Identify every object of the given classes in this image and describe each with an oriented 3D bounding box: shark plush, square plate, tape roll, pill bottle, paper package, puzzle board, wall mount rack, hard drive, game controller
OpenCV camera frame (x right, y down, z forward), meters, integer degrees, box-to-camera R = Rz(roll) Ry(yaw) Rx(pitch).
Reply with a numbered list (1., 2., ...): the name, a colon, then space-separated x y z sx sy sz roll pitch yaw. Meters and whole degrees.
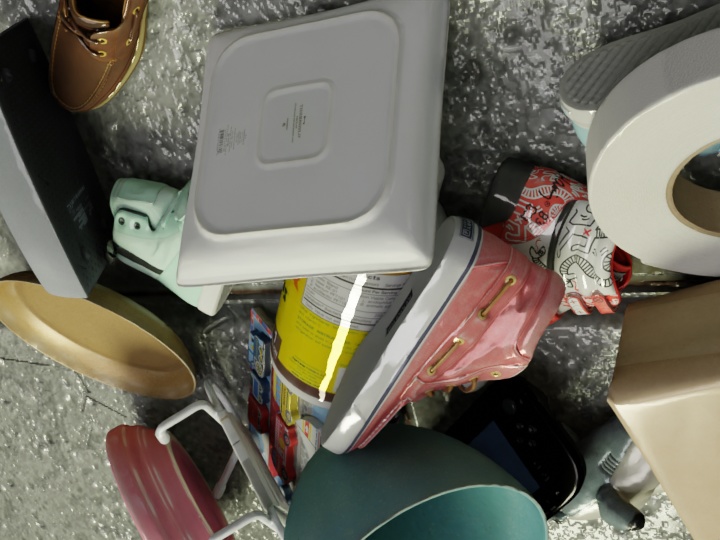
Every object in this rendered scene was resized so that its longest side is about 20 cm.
1. shark plush: 0.173 0.151 0.854 0.200 0.090 0.084 -18 92 54
2. square plate: -0.038 -0.092 0.717 0.197 0.202 0.028 -4 160 27
3. tape roll: 0.233 -0.063 0.626 0.201 0.037 0.203 3 147 2
4. pill bottle: 0.000 0.000 0.789 0.109 0.109 0.201 23 126 10
5. paper package: 0.289 0.092 0.692 0.199 0.104 0.191 -16 125 33
6. puzzle board: -0.063 0.153 0.918 0.151 0.017 0.201 46 141 44
7. wall mount rack: -0.106 0.201 0.935 0.200 0.074 0.174 57 177 32
8. hard drive: -0.254 -0.086 0.838 0.042 0.135 0.201 -15 113 7
9. game controller: 0.102 0.170 0.852 0.105 0.042 0.200 62 140 26

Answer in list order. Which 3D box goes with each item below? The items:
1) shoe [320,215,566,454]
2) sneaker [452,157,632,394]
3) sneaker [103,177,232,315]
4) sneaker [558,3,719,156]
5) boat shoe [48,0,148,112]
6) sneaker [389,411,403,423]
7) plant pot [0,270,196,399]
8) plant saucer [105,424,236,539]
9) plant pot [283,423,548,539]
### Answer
1. shoe: 0.053 0.063 0.724 0.091 0.072 0.201 27 116 -11
2. sneaker: 0.130 0.025 0.770 0.107 0.067 0.203 20 124 16
3. sneaker: -0.142 -0.059 0.839 0.118 0.074 0.201 25 130 2
4. sneaker: 0.227 -0.113 0.650 0.199 0.074 0.082 -8 146 24
5. boat shoe: -0.195 -0.194 0.787 0.072 0.068 0.200 37 128 0
6. sneaker: -0.004 0.157 0.901 0.074 0.088 0.201 -6 117 26
7. plant pot: -0.233 0.054 0.942 0.199 0.028 0.200 18 153 10
8. plant saucer: -0.165 0.224 0.984 0.051 0.201 0.201 -30 108 -6
9. plant pot: 0.022 0.193 0.802 0.135 0.199 0.201 -129 35 -47
